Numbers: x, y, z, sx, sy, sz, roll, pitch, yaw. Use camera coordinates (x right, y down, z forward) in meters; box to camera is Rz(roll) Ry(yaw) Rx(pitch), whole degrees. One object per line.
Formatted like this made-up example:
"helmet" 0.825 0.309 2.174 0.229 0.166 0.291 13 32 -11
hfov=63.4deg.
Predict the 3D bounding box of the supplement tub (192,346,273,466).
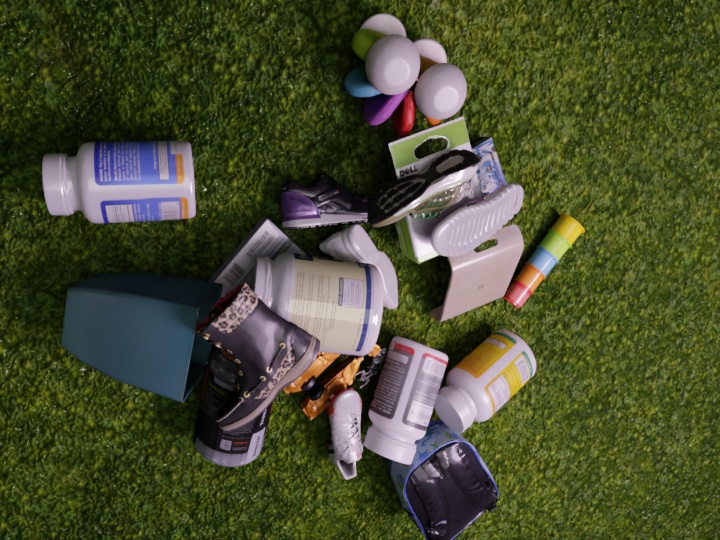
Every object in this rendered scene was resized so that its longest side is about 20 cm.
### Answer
"supplement tub" -0.201 0.204 0.959 0.119 0.123 0.205 9 110 -22

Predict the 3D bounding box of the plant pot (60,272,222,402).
"plant pot" -0.328 0.080 0.873 0.194 0.142 0.145 14 102 -3

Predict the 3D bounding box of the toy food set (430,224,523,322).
"toy food set" 0.203 0.007 1.057 0.140 0.061 0.202 -19 147 -15

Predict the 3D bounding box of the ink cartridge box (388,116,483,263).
"ink cartridge box" 0.123 -0.137 0.983 0.144 0.076 0.205 -21 108 -12

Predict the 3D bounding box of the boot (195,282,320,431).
"boot" -0.171 0.123 0.824 0.199 0.074 0.151 -39 113 16

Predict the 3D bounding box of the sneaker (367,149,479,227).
"sneaker" 0.105 -0.105 0.912 0.196 0.077 0.090 -27 127 -5

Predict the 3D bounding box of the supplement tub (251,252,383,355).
"supplement tub" -0.073 0.052 0.915 0.194 0.145 0.149 7 102 -13

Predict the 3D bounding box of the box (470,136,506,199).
"box" 0.173 -0.134 1.063 0.197 0.040 0.139 -30 111 -10

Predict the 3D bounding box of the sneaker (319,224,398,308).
"sneaker" 0.000 0.000 1.028 0.087 0.077 0.201 -16 133 24

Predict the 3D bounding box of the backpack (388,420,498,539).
"backpack" 0.148 0.397 1.137 0.181 0.147 0.203 -33 116 -8

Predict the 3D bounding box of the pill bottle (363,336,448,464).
"pill bottle" 0.080 0.235 1.064 0.112 0.113 0.205 23 81 -24

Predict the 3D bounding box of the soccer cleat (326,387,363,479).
"soccer cleat" -0.023 0.293 1.046 0.067 0.086 0.204 -12 133 -23

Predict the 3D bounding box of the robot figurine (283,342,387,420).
"robot figurine" -0.048 0.163 1.052 0.199 0.058 0.146 -41 114 -5

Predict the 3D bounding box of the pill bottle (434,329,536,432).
"pill bottle" 0.234 0.214 1.117 0.198 0.112 0.115 -35 114 -24

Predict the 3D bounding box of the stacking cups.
"stacking cups" 0.361 -0.015 1.160 0.060 0.061 0.202 34 95 -24

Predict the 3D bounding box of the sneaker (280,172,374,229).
"sneaker" -0.038 -0.120 0.974 0.195 0.075 0.090 -7 93 -25

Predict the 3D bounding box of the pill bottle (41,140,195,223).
"pill bottle" -0.341 -0.127 0.838 0.194 0.112 0.115 -4 106 -18

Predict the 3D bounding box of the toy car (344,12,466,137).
"toy car" 0.061 -0.294 0.922 0.196 0.177 0.151 19 123 -24

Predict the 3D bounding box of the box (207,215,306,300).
"box" -0.140 0.034 0.993 0.200 0.041 0.157 42 88 -23

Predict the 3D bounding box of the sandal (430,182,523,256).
"sandal" 0.185 -0.084 0.952 0.199 0.050 0.084 -26 129 -25
